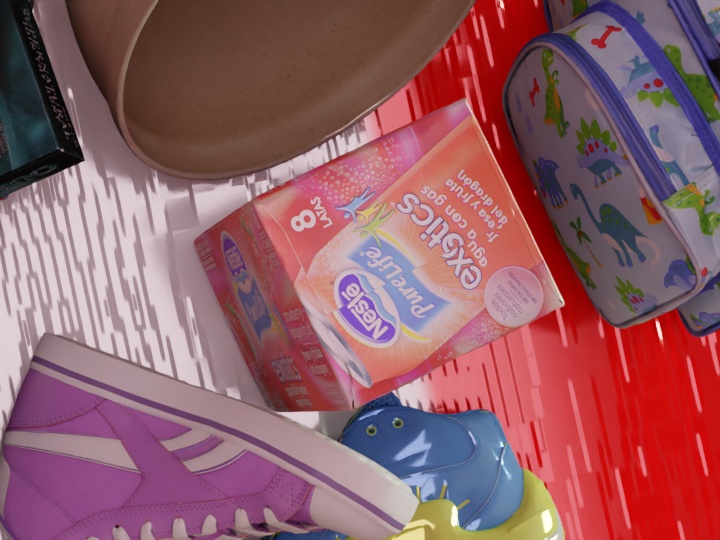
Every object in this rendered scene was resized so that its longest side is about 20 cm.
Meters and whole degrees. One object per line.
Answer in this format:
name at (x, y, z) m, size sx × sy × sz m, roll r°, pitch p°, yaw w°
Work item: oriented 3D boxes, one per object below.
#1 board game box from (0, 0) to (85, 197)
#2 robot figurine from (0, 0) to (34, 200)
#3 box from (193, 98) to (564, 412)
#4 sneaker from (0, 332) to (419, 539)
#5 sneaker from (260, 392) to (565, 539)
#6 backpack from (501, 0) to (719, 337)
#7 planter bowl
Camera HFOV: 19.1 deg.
board game box at (-0.213, -0.113, 0.922) m, size 0.135 × 0.028 × 0.200 m, roll -22°, pitch 78°, yaw 11°
robot figurine at (-0.208, -0.101, 0.966) m, size 0.145 × 0.058 × 0.200 m, roll 4°, pitch 83°, yaw 12°
box at (0.000, 0.000, 0.933) m, size 0.103 × 0.200 × 0.095 m, roll -26°, pitch 91°, yaw -11°
sneaker at (-0.075, 0.110, 0.946) m, size 0.200 × 0.073 × 0.114 m, roll 16°, pitch 79°, yaw 29°
sneaker at (-0.010, 0.118, 0.994) m, size 0.200 × 0.076 × 0.105 m, roll -13°, pitch 71°, yaw -14°
backpack at (0.152, -0.078, 0.980) m, size 0.147 × 0.183 × 0.200 m, roll -21°, pitch 83°, yaw -13°
planter bowl at (-0.054, -0.158, 0.959) m, size 0.200 × 0.200 × 0.135 m, roll -31°, pitch 63°, yaw -12°
